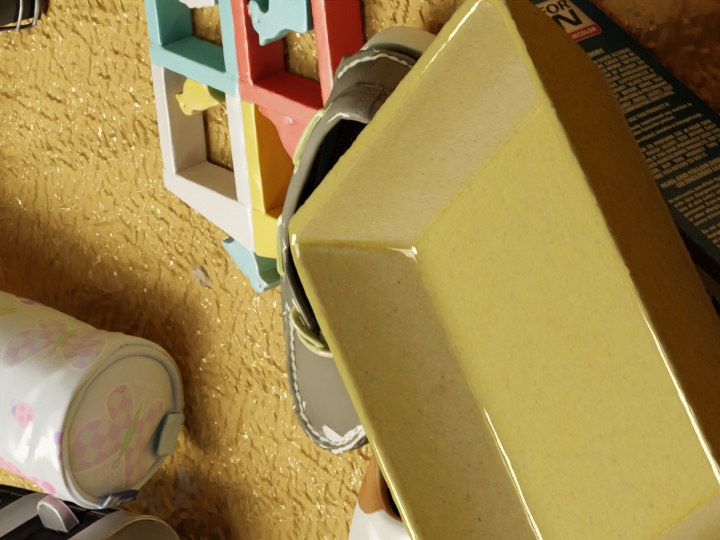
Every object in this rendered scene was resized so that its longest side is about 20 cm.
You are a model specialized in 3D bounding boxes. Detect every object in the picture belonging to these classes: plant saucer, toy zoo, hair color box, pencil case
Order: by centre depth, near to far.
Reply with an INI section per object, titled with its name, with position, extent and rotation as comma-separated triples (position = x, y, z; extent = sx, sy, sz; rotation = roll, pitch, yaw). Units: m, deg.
[plant saucer]
position = 0.062, 0.028, 0.950
extent = 0.201, 0.048, 0.200
rotation = 67, 151, 15
[hair color box]
position = 0.107, -0.001, 0.992
extent = 0.200, 0.060, 0.100
rotation = 46, 141, 29
[toy zoo]
position = -0.045, -0.083, 1.184
extent = 0.131, 0.020, 0.201
rotation = 23, 128, 45
[pencil case]
position = -0.179, 0.048, 1.364
extent = 0.199, 0.091, 0.084
rotation = 19, 109, 35

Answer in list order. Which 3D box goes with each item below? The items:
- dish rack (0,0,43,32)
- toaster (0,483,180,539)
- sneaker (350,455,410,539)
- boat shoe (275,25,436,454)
[dish rack]
position = -0.232, -0.116, 1.393
extent = 0.154, 0.054, 0.200
rotation = 49, 144, 26
[toaster]
position = -0.149, 0.206, 1.384
extent = 0.181, 0.119, 0.201
rotation = 4, 125, 55
[sneaker]
position = 0.067, 0.127, 1.098
extent = 0.200, 0.073, 0.085
rotation = 27, 123, 39
[boat shoe]
position = -0.003, -0.001, 1.119
extent = 0.072, 0.060, 0.202
rotation = 24, 129, 16
